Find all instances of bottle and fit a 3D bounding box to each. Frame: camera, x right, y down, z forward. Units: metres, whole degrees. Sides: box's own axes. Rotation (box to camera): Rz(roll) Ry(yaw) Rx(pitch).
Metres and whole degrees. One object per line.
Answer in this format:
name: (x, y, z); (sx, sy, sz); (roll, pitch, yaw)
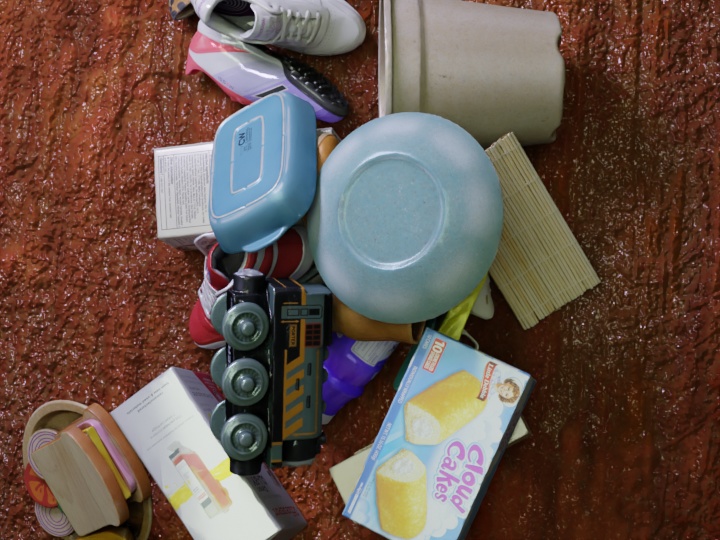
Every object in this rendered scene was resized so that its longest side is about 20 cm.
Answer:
bottle: (0.005, 0.072, 1.419); (0.065, 0.084, 0.201); (37, 106, 1)

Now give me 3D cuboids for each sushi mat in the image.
sushi mat: (0.162, -0.037, 1.393); (0.095, 0.012, 0.201); (-34, 113, 1)

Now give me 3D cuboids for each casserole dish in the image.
casserole dish: (-0.102, -0.104, 1.352); (0.120, 0.039, 0.201); (-25, 42, 23)

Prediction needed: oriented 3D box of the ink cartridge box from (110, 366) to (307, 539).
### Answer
ink cartridge box: (-0.151, 0.207, 1.408); (0.083, 0.145, 0.201); (-36, 78, 3)

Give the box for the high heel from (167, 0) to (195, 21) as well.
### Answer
high heel: (-0.117, -0.318, 1.508); (0.199, 0.071, 0.144); (22, 84, 26)

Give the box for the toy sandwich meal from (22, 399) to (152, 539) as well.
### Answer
toy sandwich meal: (-0.295, 0.228, 1.425); (0.203, 0.070, 0.207); (14, 116, 30)

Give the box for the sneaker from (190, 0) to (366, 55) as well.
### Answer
sneaker: (-0.087, -0.262, 1.462); (0.198, 0.100, 0.075); (10, 120, -17)

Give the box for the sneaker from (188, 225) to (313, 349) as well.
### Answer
sneaker: (-0.145, 0.018, 1.415); (0.200, 0.112, 0.072); (-42, 64, 34)

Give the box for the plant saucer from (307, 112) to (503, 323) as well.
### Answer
plant saucer: (0.034, -0.053, 1.281); (0.199, 0.039, 0.204); (-3, 83, 21)

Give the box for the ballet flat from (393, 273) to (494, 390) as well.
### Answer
ballet flat: (0.101, 0.051, 1.431); (0.066, 0.067, 0.202); (24, 90, -9)

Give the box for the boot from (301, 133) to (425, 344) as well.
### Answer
boot: (0.013, -0.032, 1.343); (0.143, 0.071, 0.204); (4, 90, 28)

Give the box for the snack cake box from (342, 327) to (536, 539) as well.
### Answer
snack cake box: (0.078, 0.172, 1.332); (0.114, 0.067, 0.202); (24, 86, 15)

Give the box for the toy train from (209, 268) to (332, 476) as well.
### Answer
toy train: (-0.084, 0.098, 1.312); (0.113, 0.085, 0.203); (-1, 99, -17)

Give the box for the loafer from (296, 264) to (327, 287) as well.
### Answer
loafer: (0.000, 0.000, 1.449); (0.199, 0.072, 0.063); (-36, 84, 2)

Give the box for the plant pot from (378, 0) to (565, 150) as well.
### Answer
plant pot: (0.111, -0.196, 1.404); (0.181, 0.200, 0.203); (0, 82, -1)

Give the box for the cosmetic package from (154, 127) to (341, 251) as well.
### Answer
cosmetic package: (-0.114, -0.085, 1.470); (0.198, 0.087, 0.105); (-4, 80, 11)

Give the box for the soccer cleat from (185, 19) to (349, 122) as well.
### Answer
soccer cleat: (-0.103, -0.205, 1.503); (0.199, 0.068, 0.074); (32, 109, 11)

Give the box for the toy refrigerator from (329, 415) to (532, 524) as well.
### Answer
toy refrigerator: (0.072, 0.183, 1.405); (0.199, 0.076, 0.070); (-29, 78, 6)
